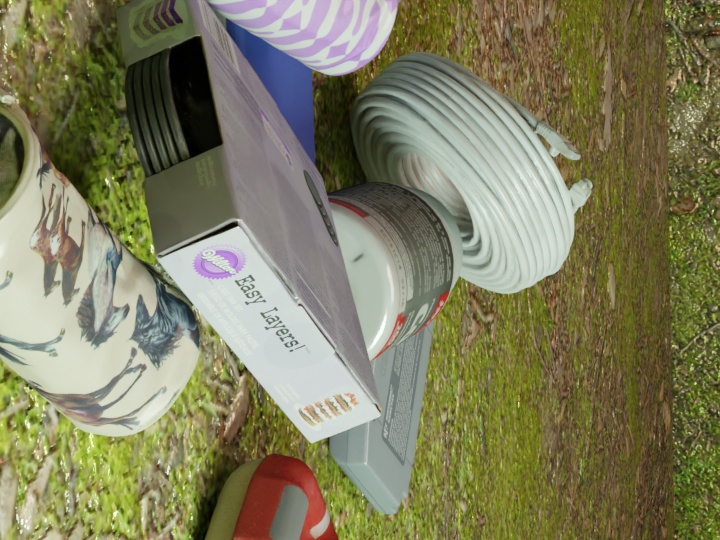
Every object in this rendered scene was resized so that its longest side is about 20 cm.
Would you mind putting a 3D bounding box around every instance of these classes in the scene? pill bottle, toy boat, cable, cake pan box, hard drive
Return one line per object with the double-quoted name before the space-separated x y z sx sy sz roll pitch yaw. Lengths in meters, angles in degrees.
"pill bottle" 0.000 0.000 1.056 0.200 0.113 0.115 -23 112 -69
"toy boat" -0.016 0.212 0.985 0.131 0.130 0.201 -74 155 -43
"cable" 0.076 -0.069 1.166 0.069 0.200 0.200 -41 157 -19
"cake pan box" -0.059 -0.033 0.831 0.200 0.052 0.185 56 13 -51
"hard drive" -0.064 -0.145 1.002 0.132 0.025 0.202 -19 108 -70

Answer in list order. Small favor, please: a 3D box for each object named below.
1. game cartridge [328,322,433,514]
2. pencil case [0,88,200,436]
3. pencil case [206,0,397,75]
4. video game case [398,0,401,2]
"game cartridge" 0.018 0.077 1.234 0.134 0.040 0.201 64 32 -59
"pencil case" -0.141 -0.002 0.699 0.090 0.077 0.200 -63 152 -19
"pencil case" -0.051 -0.179 0.890 0.200 0.085 0.084 20 36 -56
"video game case" -0.007 -0.287 1.136 0.181 0.045 0.202 -55 141 -60
